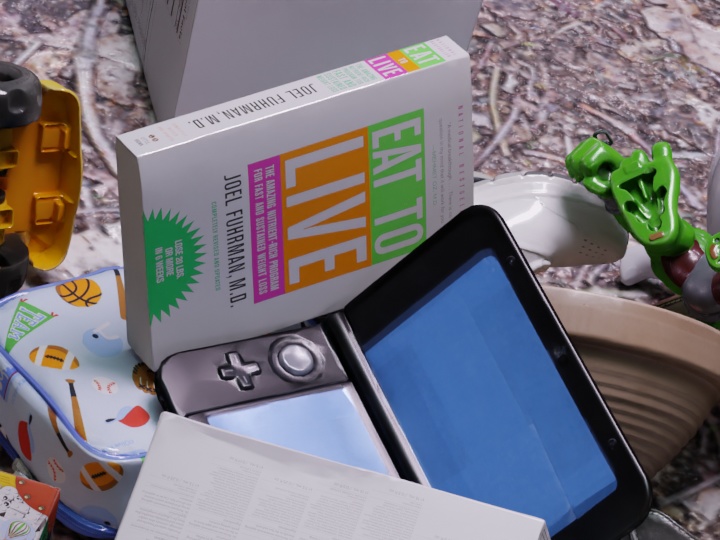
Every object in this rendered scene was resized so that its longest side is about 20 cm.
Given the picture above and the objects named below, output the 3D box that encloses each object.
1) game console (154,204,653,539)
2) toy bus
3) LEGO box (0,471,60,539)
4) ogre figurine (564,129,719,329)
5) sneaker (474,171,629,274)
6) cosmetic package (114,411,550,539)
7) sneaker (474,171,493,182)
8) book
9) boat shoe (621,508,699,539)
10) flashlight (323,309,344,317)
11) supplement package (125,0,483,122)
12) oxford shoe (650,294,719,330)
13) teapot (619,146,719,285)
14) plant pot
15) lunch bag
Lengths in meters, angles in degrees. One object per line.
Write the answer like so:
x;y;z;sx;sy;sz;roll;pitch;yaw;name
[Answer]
0.017;0.084;1.290;0.175;0.117;0.201;-10;57;-30;game console
-0.286;-0.071;1.485;0.199;0.136;0.192;-6;26;-31;toy bus
-0.263;0.150;1.226;0.199;0.077;0.149;16;36;0;LEGO box
0.208;-0.001;1.444;0.199;0.120;0.099;13;69;30;ogre figurine
0.063;-0.010;1.491;0.199;0.075;0.088;1;66;-15;sneaker
-0.015;0.138;1.229;0.199;0.051;0.083;15;69;16;cosmetic package
-0.004;-0.042;1.600;0.199;0.078;0.080;6;17;-21;sneaker
-0.034;-0.039;1.357;0.199;0.134;0.048;-20;40;-25;book
0.195;0.185;1.356;0.072;0.071;0.200;-9;42;-30;boat shoe
0.000;0.000;1.533;0.199;0.068;0.068;9;29;-8;flashlight
-0.044;-0.187;1.692;0.190;0.148;0.200;3;38;-17;supplement package
0.237;0.046;1.508;0.199;0.071;0.074;-9;9;9;oxford shoe
0.295;-0.052;1.618;0.199;0.198;0.146;4;25;-33;teapot
0.106;0.075;1.413;0.200;0.201;0.093;11;76;-7;plant pot
-0.108;0.070;1.391;0.199;0.076;0.160;-16;46;-36;lunch bag
